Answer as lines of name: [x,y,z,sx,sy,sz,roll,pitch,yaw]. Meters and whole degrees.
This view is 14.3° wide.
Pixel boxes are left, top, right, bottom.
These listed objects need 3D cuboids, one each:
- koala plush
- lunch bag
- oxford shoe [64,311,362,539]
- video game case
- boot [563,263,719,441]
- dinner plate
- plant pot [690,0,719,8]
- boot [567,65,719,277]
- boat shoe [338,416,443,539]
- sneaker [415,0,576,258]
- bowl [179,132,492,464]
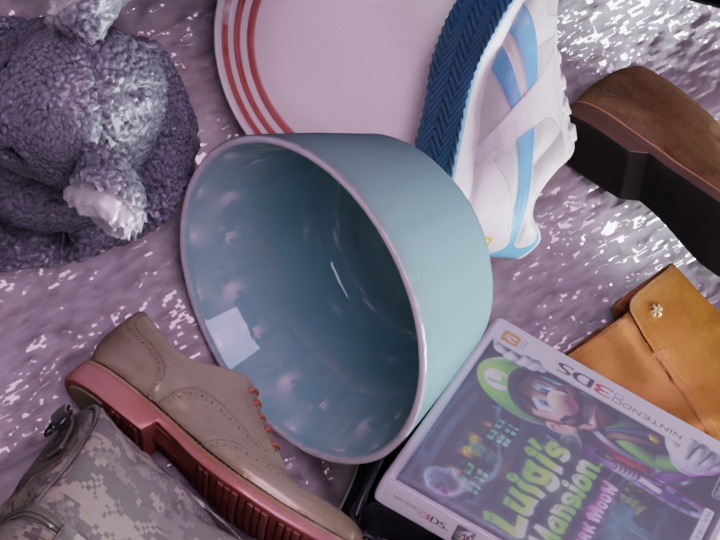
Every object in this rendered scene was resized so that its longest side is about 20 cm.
koala plush: [-0.162,-0.088,1.598,0.183,0.200,0.178,-1,82,-17]
lunch bag: [-0.129,0.190,1.602,0.200,0.139,0.168,41,56,-10]
oxford shoe: [-0.072,0.097,1.654,0.200,0.071,0.074,37,69,3]
video game case: [0.122,0.120,1.641,0.182,0.023,0.200,29,34,7]
boot: [0.232,0.055,1.763,0.201,0.071,0.144,-30,92,-14]
dinner plate: [0.005,-0.136,1.748,0.200,0.024,0.201,2,82,-16]
plant pot: [0.189,-0.266,1.684,0.199,0.200,0.178,22,91,-33]
boot: [0.217,-0.054,1.757,0.200,0.074,0.075,39,60,13]
boat shoe: [0.021,0.157,1.691,0.075,0.062,0.200,19,79,-15]
sneaker: [0.089,-0.105,1.725,0.081,0.076,0.200,21,80,-26]
bowl: [0.000,0.000,1.654,0.105,0.201,0.201,-27,90,-37]
